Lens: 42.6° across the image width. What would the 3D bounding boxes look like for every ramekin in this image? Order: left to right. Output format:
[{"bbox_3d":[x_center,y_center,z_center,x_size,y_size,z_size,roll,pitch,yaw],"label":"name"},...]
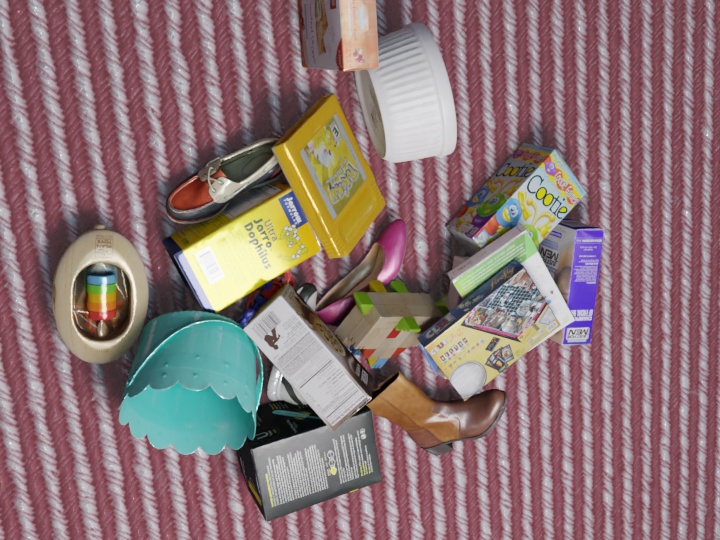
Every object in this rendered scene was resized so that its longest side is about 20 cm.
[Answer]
[{"bbox_3d":[0.062,-0.257,1.378,0.104,0.200,0.203,-17,109,-7],"label":"ramekin"}]

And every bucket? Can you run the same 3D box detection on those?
[{"bbox_3d":[-0.241,0.162,1.340,0.204,0.136,0.208,0,144,0],"label":"bucket"}]

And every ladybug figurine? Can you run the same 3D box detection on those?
[{"bbox_3d":[-0.376,0.031,1.336,0.134,0.072,0.203,3,102,-21],"label":"ladybug figurine"}]

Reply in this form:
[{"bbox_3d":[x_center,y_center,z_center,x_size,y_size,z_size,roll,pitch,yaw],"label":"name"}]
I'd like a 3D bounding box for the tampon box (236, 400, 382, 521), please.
[{"bbox_3d":[-0.088,0.282,1.468,0.197,0.150,0.128,-14,107,-18],"label":"tampon box"}]

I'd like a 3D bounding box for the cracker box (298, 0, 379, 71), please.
[{"bbox_3d":[-0.036,-0.355,1.309,0.057,0.200,0.136,-8,105,-19],"label":"cracker box"}]

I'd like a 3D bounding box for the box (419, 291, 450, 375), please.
[{"bbox_3d":[0.191,0.085,1.589,0.199,0.048,0.123,-35,111,-11],"label":"box"}]

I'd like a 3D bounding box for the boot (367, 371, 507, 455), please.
[{"bbox_3d":[0.123,0.215,1.547,0.187,0.069,0.199,-31,126,31],"label":"boot"}]

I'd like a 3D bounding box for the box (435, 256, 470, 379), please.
[{"bbox_3d":[0.163,0.079,1.529,0.038,0.041,0.203,5,99,-22],"label":"box"}]

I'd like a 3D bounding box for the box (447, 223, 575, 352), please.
[{"bbox_3d":[0.246,0.043,1.498,0.143,0.036,0.201,-33,119,2],"label":"box"}]

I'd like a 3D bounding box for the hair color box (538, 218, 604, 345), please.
[{"bbox_3d":[0.357,0.018,1.605,0.064,0.109,0.203,-2,103,-21],"label":"hair color box"}]

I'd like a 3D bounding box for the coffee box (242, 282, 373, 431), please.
[{"bbox_3d":[-0.074,0.125,1.368,0.080,0.113,0.200,-41,96,7],"label":"coffee box"}]

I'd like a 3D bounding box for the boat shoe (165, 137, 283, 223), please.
[{"bbox_3d":[-0.198,-0.135,1.359,0.198,0.063,0.072,-27,75,-16],"label":"boat shoe"}]

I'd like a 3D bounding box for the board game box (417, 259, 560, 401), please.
[{"bbox_3d":[0.205,0.096,1.464,0.199,0.035,0.136,-38,119,0],"label":"board game box"}]

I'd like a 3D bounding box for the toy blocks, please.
[{"bbox_3d":[0.035,0.100,1.482,0.198,0.101,0.137,3,136,-45],"label":"toy blocks"}]

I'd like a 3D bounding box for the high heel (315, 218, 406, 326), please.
[{"bbox_3d":[0.000,0.000,1.483,0.095,0.067,0.202,18,109,-35],"label":"high heel"}]

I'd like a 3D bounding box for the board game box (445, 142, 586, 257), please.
[{"bbox_3d":[0.257,-0.101,1.539,0.200,0.105,0.103,-46,115,-6],"label":"board game box"}]

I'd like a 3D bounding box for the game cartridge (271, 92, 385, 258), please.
[{"bbox_3d":[-0.041,-0.141,1.395,0.202,0.032,0.177,61,38,-22],"label":"game cartridge"}]

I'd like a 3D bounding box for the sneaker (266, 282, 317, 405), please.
[{"bbox_3d":[-0.088,0.118,1.459,0.079,0.074,0.203,16,106,16],"label":"sneaker"}]

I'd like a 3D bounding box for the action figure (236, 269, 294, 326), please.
[{"bbox_3d":[-0.153,0.058,1.447,0.065,0.052,0.202,30,89,-20],"label":"action figure"}]

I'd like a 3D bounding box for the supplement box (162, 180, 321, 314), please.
[{"bbox_3d":[-0.177,-0.037,1.378,0.198,0.109,0.111,-31,111,-12],"label":"supplement box"}]
